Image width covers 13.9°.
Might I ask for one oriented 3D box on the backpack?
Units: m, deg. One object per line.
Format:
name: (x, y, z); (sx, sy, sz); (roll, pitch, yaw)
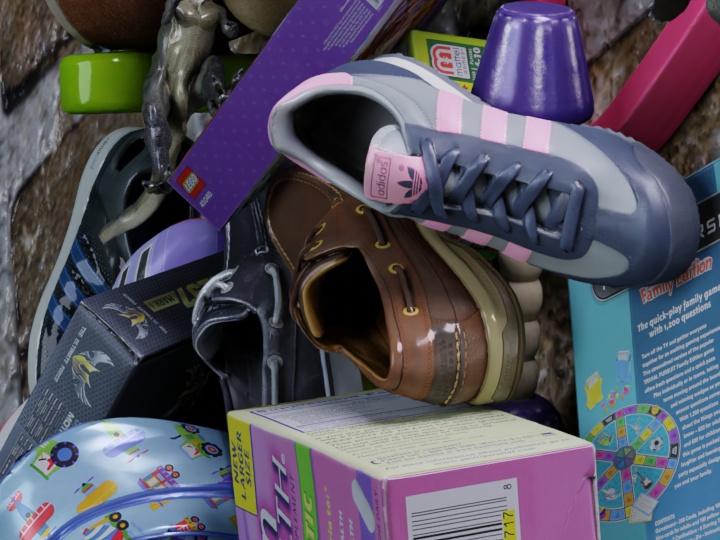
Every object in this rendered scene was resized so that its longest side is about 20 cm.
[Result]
backpack: (-0.091, 0.165, 1.436); (0.183, 0.199, 0.135); (-61, 35, 27)

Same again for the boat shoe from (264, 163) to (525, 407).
boat shoe: (0.000, 0.001, 1.332); (0.200, 0.067, 0.072); (43, 133, 53)

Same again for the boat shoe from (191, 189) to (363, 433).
boat shoe: (-0.049, 0.025, 1.429); (0.072, 0.068, 0.201); (124, 143, -47)

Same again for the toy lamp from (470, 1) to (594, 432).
toy lamp: (0.073, -0.019, 1.321); (0.058, 0.058, 0.201); (32, 123, 57)

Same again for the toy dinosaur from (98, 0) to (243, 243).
toy dinosaur: (-0.092, -0.085, 1.498); (0.088, 0.047, 0.201); (-122, 44, -56)

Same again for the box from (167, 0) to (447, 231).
box: (-0.001, -0.117, 1.387); (0.039, 0.137, 0.200); (44, 134, 4)

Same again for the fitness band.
fitness band: (0.123, -0.132, 1.339); (0.200, 0.037, 0.144); (-57, 40, 34)

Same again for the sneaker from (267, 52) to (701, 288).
sneaker: (0.047, -0.035, 1.245); (0.200, 0.082, 0.070); (21, 114, 37)

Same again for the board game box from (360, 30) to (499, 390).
board game box: (0.010, -0.019, 1.449); (0.200, 0.047, 0.102); (130, 139, -51)

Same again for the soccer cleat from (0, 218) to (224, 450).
soccer cleat: (-0.136, 0.058, 1.629); (0.200, 0.067, 0.077); (-48, 13, 17)

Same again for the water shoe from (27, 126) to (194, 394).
water shoe: (-0.138, 0.016, 1.686); (0.079, 0.071, 0.201); (7, 88, 56)

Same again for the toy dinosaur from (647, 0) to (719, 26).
toy dinosaur: (0.181, -0.101, 1.165); (0.200, 0.102, 0.077); (35, 111, 58)

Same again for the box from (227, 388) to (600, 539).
box: (0.024, 0.152, 1.280); (0.200, 0.096, 0.177); (-164, 68, -69)

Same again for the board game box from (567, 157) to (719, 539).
board game box: (0.151, 0.061, 1.216); (0.151, 0.047, 0.201); (-31, 55, 52)

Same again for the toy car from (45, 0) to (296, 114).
toy car: (-0.058, -0.168, 1.553); (0.200, 0.157, 0.165); (0, 93, 47)

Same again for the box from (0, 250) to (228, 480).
box: (-0.123, 0.085, 1.558); (0.051, 0.157, 0.200); (42, 122, 19)
